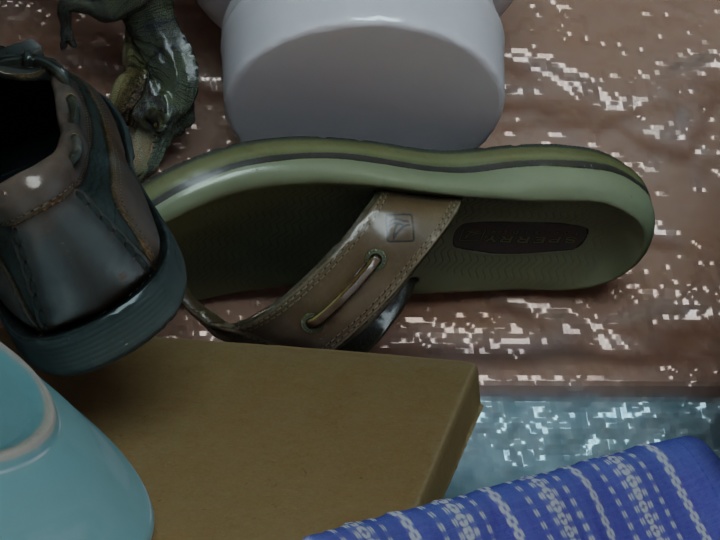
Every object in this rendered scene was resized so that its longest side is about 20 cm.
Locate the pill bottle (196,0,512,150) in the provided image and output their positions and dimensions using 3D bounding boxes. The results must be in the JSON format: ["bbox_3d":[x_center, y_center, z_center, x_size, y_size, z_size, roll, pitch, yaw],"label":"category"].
[{"bbox_3d":[-0.003,-0.136,0.968,0.119,0.120,0.201,4,57,-9],"label":"pill bottle"}]

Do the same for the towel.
[{"bbox_3d":[0.078,0.115,0.766,0.200,0.024,0.145,-8,63,-55],"label":"towel"}]

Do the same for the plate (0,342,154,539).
[{"bbox_3d":[-0.146,0.030,0.748,0.199,0.026,0.200,17,16,-5],"label":"plate"}]

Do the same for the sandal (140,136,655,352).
[{"bbox_3d":[0.001,-0.001,0.908,0.200,0.080,0.058,-4,63,-14],"label":"sandal"}]

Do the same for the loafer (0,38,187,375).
[{"bbox_3d":[-0.105,-0.039,0.862,0.072,0.063,0.200,-33,32,-8],"label":"loafer"}]

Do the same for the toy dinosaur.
[{"bbox_3d":[-0.099,-0.131,0.945,0.088,0.201,0.047,8,29,41],"label":"toy dinosaur"}]

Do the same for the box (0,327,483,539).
[{"bbox_3d":[-0.062,0.067,0.799,0.162,0.021,0.200,4,22,11],"label":"box"}]
